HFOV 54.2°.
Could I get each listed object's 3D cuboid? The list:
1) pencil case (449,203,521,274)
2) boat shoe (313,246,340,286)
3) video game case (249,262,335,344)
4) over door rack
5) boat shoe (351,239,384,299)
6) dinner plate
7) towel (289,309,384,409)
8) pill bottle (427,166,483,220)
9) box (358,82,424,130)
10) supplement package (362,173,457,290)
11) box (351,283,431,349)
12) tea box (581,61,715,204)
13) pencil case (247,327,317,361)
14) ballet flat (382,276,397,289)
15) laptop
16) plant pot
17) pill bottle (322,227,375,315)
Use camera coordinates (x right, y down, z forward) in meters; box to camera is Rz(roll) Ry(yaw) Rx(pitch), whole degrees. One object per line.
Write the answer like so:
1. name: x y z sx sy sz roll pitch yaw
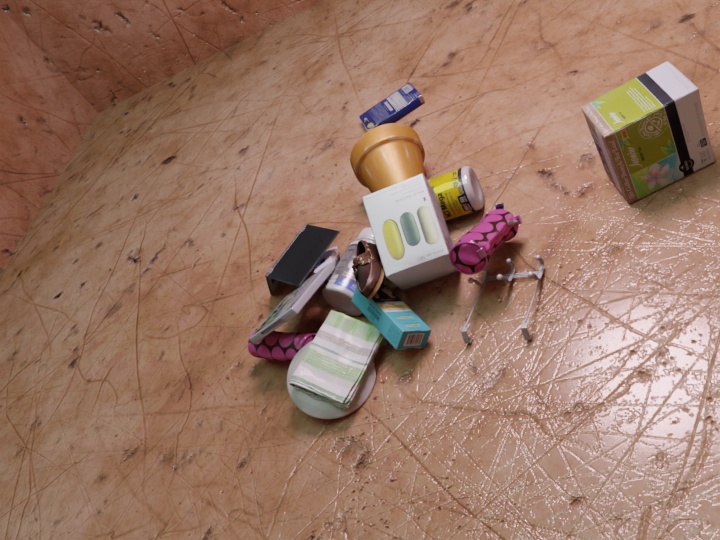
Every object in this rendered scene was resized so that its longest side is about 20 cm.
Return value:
1. pencil case: 0.273 -0.066 1.522 0.094 0.091 0.200 -6 24 38
2. boat shoe: -0.077 -0.005 1.825 0.072 0.068 0.200 -28 16 6
3. video game case: -0.161 0.077 1.673 0.182 0.022 0.200 -35 12 40
4. over door rack: 0.296 0.052 1.467 0.148 0.067 0.200 -7 47 35
5. boat shoe: 0.011 -0.005 1.582 0.070 0.070 0.200 -50 15 21
6. dinner plate: -0.066 0.228 1.546 0.200 0.024 0.200 -4 57 7
7. towel: -0.050 0.188 1.536 0.149 0.031 0.200 19 63 20
8. pill bottle: 0.196 -0.176 1.746 0.200 0.112 0.113 -18 41 24
9. box: 0.097 -0.515 2.243 0.200 0.032 0.121 -32 37 5
10. supplement package: 0.118 -0.084 1.607 0.152 0.151 0.200 -20 71 12
11. box: 0.066 0.098 1.565 0.200 0.082 0.049 45 125 46
12. tea box: 0.599 -0.284 1.465 0.197 0.200 0.134 -28 39 14
13. pencil case: -0.177 0.184 1.695 0.200 0.094 0.091 5 98 41
14. ballet flat: 0.120 -0.033 1.701 0.200 0.057 0.066 -48 41 -8
15. laptop: -0.151 -0.017 1.867 0.116 0.200 0.187 31 69 12
16. plant pot: 0.092 -0.255 1.865 0.200 0.200 0.183 -28 54 12
17. pill bottle: 0.000 0.000 1.718 0.114 0.114 0.200 4 54 41
